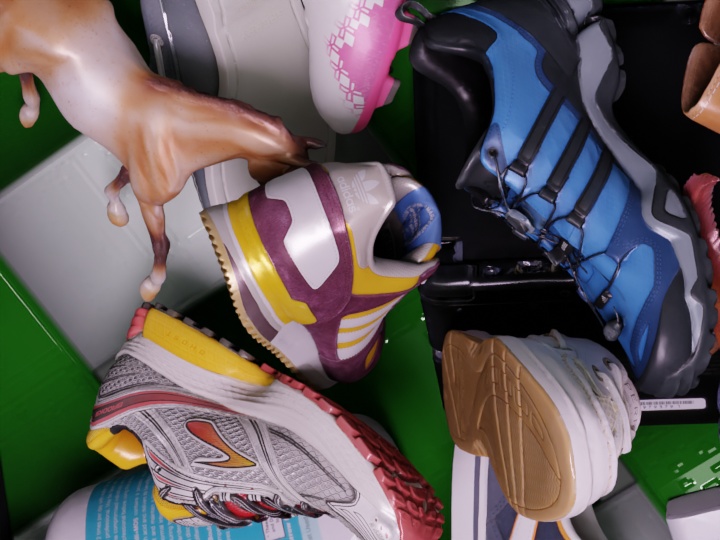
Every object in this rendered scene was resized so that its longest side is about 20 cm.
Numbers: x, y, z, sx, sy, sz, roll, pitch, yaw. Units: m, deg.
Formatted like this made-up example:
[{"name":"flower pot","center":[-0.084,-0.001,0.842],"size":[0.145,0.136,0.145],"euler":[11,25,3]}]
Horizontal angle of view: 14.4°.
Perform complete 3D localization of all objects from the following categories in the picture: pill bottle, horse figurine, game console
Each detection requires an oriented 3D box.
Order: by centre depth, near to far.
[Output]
[{"name":"horse figurine","center":[-0.119,-0.076,1.262],"size":[0.200,0.050,0.133],"euler":[45,143,7]},{"name":"game console","center":[0.130,-0.022,1.309],"size":[0.200,0.117,0.176],"euler":[-2,141,9]},{"name":"pill bottle","center":[-0.074,0.143,1.351],"size":[0.200,0.111,0.111],"euler":[-15,108,13]}]

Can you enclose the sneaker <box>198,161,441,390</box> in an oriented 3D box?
[{"name":"sneaker","center":[0.000,0.000,1.248],"size":[0.090,0.200,0.075],"euler":[-22,78,9]}]

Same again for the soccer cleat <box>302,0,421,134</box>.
[{"name":"soccer cleat","center":[-0.011,-0.161,1.243],"size":[0.086,0.070,0.200],"euler":[9,105,-13]}]

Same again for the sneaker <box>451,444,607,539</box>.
[{"name":"sneaker","center":[0.082,0.168,1.305],"size":[0.079,0.078,0.200],"euler":[0,83,14]}]

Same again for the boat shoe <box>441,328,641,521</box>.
[{"name":"boat shoe","center":[0.086,0.056,1.205],"size":[0.069,0.200,0.071],"euler":[-4,101,-9]}]

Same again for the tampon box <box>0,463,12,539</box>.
[{"name":"tampon box","center":[-0.253,0.152,1.369],"size":[0.150,0.126,0.200],"euler":[-2,111,8]}]

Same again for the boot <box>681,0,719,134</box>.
[{"name":"boot","center":[0.207,-0.041,1.195],"size":[0.155,0.077,0.200],"euler":[21,70,-23]}]

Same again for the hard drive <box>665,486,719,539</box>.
[{"name":"hard drive","center":[0.239,0.187,1.371],"size":[0.132,0.027,0.200],"euler":[-15,109,13]}]

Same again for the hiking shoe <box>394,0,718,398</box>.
[{"name":"hiking shoe","center":[0.083,-0.030,1.210],"size":[0.087,0.200,0.074],"euler":[-13,155,-18]}]

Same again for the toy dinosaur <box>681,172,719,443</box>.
[{"name":"toy dinosaur","center":[0.171,0.093,1.210],"size":[0.105,0.182,0.200],"euler":[-28,130,34]}]

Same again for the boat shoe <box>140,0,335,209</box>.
[{"name":"boat shoe","center":[-0.062,-0.095,1.295],"size":[0.062,0.073,0.200],"euler":[23,131,46]}]

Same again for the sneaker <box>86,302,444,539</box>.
[{"name":"sneaker","center":[-0.043,0.088,1.266],"size":[0.078,0.200,0.082],"euler":[39,80,-47]}]
